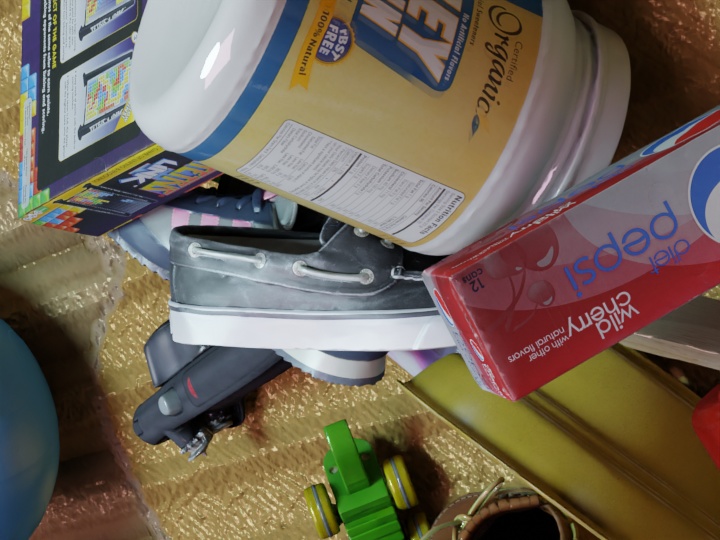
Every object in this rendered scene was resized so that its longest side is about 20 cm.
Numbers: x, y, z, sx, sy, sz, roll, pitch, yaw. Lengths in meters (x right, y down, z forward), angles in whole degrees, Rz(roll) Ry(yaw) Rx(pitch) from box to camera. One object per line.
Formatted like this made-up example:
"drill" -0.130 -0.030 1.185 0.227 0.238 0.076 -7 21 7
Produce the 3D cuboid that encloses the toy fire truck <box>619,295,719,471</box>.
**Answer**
"toy fire truck" 0.194 0.044 1.174 0.129 0.176 0.200 56 139 0

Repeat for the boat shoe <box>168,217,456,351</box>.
"boat shoe" 0.000 0.000 1.309 0.199 0.072 0.068 0 100 19

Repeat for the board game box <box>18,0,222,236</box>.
"board game box" -0.110 -0.137 1.370 0.165 0.056 0.201 -21 63 47

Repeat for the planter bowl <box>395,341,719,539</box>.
"planter bowl" 0.120 0.080 1.305 0.200 0.084 0.200 36 179 0

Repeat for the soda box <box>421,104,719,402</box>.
"soda box" 0.130 -0.018 1.178 0.064 0.199 0.070 61 173 -6

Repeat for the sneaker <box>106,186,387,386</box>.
"sneaker" -0.056 -0.022 1.405 0.199 0.070 0.082 31 118 22

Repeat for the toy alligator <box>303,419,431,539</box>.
"toy alligator" 0.014 0.162 1.516 0.054 0.059 0.201 -109 -2 -65

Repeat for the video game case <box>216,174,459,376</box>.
"video game case" 0.013 -0.024 1.388 0.200 0.019 0.143 38 138 17

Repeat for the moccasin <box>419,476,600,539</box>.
"moccasin" 0.078 0.147 1.381 0.078 0.074 0.201 38 179 -17

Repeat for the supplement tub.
"supplement tub" 0.009 -0.093 1.233 0.199 0.145 0.145 21 143 -21

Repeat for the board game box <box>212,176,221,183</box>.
"board game box" -0.023 -0.071 1.422 0.199 0.030 0.096 20 129 31

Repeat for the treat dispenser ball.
"treat dispenser ball" -0.286 0.107 1.652 0.200 0.201 0.202 23 128 32

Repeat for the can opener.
"can opener" -0.079 0.057 1.509 0.079 0.063 0.200 59 151 -2
